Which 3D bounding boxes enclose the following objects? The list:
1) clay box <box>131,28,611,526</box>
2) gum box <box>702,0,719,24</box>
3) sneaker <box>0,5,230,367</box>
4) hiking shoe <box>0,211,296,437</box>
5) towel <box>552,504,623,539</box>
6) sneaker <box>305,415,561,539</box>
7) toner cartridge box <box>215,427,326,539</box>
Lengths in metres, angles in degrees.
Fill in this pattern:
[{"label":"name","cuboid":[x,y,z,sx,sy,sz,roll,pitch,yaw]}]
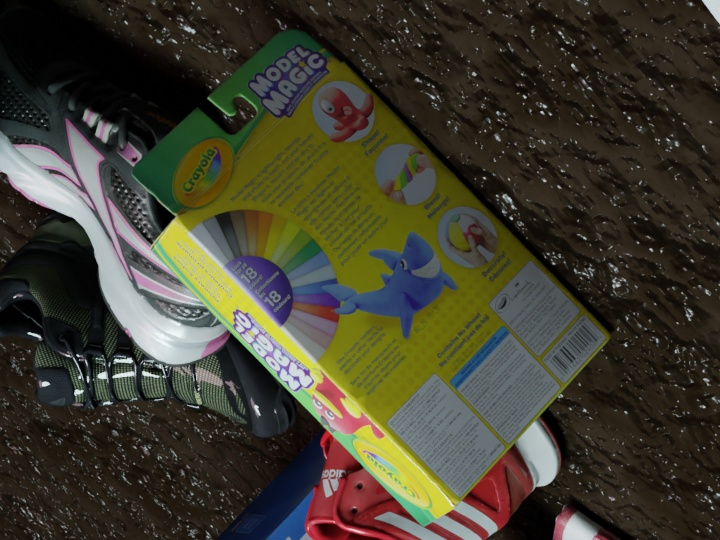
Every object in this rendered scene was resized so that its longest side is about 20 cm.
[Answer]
[{"label":"clay box","cuboid":[0.000,0.000,1.047,0.200,0.115,0.048,45,154,1]},{"label":"gum box","cuboid":[0.135,-0.125,0.679,0.200,0.066,0.114,56,156,19]},{"label":"sneaker","cuboid":[-0.112,-0.057,1.169,0.200,0.080,0.086,50,137,8]},{"label":"hiking shoe","cuboid":[-0.127,0.051,1.306,0.200,0.101,0.076,29,149,28]},{"label":"towel","cuboid":[0.174,0.211,1.201,0.200,0.023,0.144,34,150,21]},{"label":"sneaker","cuboid":[-0.001,0.057,1.124,0.200,0.116,0.078,48,153,-6]},{"label":"toner cartridge box","cuboid":[-0.021,0.154,1.193,0.043,0.200,0.095,-2,128,54]}]
